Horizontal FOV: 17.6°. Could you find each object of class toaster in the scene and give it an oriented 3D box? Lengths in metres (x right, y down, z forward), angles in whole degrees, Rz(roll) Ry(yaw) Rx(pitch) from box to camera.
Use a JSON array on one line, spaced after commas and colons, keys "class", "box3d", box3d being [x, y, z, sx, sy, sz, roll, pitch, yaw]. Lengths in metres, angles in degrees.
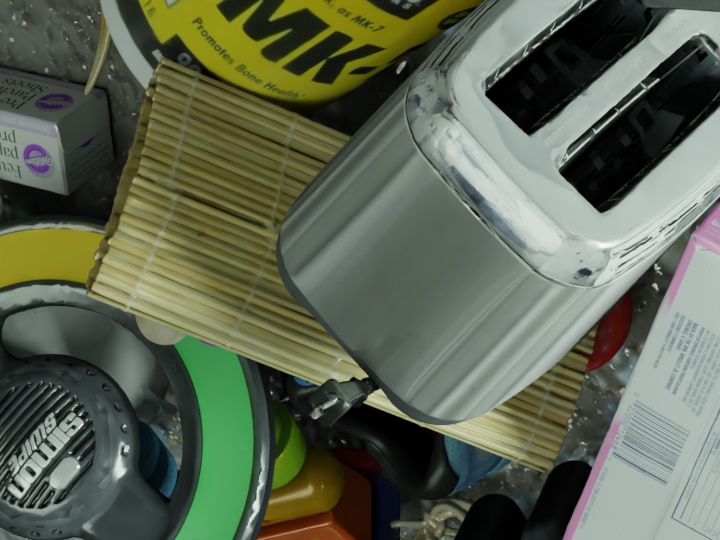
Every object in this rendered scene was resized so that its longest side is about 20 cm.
[{"class": "toaster", "box3d": [0.059, -0.035, 0.829, 0.114, 0.200, 0.129, 47, 143, 5]}]

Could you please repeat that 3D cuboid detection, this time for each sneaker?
[{"class": "sneaker", "box3d": [-0.008, 0.015, 0.992, 0.200, 0.090, 0.078, 45, 134, 2]}]

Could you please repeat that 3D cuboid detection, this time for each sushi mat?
[{"class": "sushi mat", "box3d": [0.000, 0.000, 0.887, 0.200, 0.096, 0.012, 22, 164, -17]}]

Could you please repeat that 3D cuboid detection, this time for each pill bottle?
[{"class": "pill bottle", "box3d": [0.001, -0.136, 0.867, 0.200, 0.114, 0.114, -29, 100, 43]}]

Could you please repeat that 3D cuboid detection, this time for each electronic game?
[{"class": "electronic game", "box3d": [-0.133, 0.075, 0.993, 0.200, 0.042, 0.200, -2, 82, 13]}]

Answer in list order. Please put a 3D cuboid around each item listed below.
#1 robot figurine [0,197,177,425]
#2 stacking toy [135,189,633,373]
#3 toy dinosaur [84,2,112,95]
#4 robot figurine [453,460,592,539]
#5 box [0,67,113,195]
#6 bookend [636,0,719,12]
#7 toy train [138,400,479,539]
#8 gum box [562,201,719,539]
[{"class": "robot figurine", "box3d": [-0.170, 0.039, 1.103, 0.200, 0.113, 0.170, -6, 116, 37]}, {"class": "stacking toy", "box3d": [0.014, 0.005, 0.934, 0.200, 0.085, 0.085, 11, 132, -12]}, {"class": "toy dinosaur", "box3d": [-0.117, -0.180, 0.947, 0.101, 0.058, 0.200, -17, 101, 57]}, {"class": "robot figurine", "box3d": [0.112, 0.184, 0.997, 0.200, 0.125, 0.150, 59, 155, -12]}, {"class": "box", "box3d": [-0.210, -0.080, 1.103, 0.200, 0.041, 0.039, 15, 127, 28]}, {"class": "bookend", "box3d": [0.182, -0.179, 0.697, 0.198, 0.092, 0.200, 2, 111, -7]}, {"class": "toy train", "box3d": [-0.021, 0.098, 1.037, 0.200, 0.085, 0.116, -15, 139, 18]}, {"class": "gum box", "box3d": [0.148, 0.039, 0.883, 0.066, 0.114, 0.200, 30, 132, 14]}]
